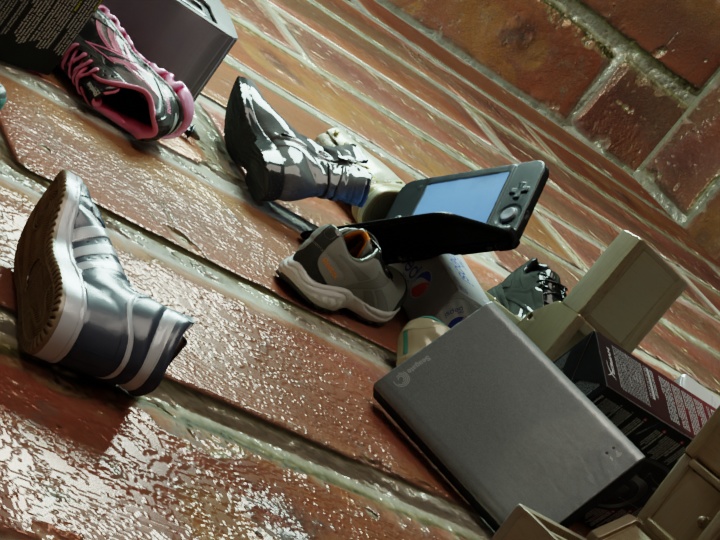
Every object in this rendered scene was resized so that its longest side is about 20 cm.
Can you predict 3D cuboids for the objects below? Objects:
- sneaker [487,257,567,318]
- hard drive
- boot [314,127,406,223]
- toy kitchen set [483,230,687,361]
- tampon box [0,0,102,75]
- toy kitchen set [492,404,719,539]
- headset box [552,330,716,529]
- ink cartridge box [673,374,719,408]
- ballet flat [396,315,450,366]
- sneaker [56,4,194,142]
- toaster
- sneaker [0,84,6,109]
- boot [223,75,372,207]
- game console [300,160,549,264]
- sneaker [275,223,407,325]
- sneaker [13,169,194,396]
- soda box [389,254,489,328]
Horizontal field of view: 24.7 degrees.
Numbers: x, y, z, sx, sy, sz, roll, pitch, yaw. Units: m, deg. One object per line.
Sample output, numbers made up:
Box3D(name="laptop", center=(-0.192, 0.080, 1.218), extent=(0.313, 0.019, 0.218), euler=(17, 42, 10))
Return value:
Box3D(name="sneaker", center=(0.210, 0.047, 1.962), extent=(0.076, 0.091, 0.200), euler=(34, 16, -27))
Box3D(name="hard drive", center=(0.125, 0.135, 1.420), extent=(0.200, 0.139, 0.033), euler=(46, -23, 25))
Box3D(name="boot", center=(-0.003, -0.104, 1.934), extent=(0.155, 0.072, 0.200), euler=(44, 10, 16))
Box3D(name="toy kitchen set", center=(0.243, 0.057, 1.756), extent=(0.163, 0.181, 0.200), euler=(40, 0, -27))
Box3D(name="tampon box", center=(-0.354, -0.288, 1.508), extent=(0.150, 0.126, 0.200), euler=(46, 15, 25))
Box3D(name="toy kitchen set", center=(0.258, 0.208, 1.304), extent=(0.180, 0.200, 0.163), euler=(32, 6, -42))
Box3D(name="headset box", center=(0.239, 0.164, 1.536), extent=(0.200, 0.149, 0.077), euler=(30, 34, -28))
Box3D(name="ink cartridge box", center=(0.343, 0.211, 1.646), extent=(0.200, 0.161, 0.050), euler=(37, 37, -9))
Box3D(name="ballet flat", center=(0.116, 0.121, 1.583), extent=(0.200, 0.070, 0.070), euler=(33, 15, -15))
Box3D(name="sneaker", center=(-0.255, -0.195, 1.604), extent=(0.200, 0.079, 0.095), euler=(37, 26, -2))
Box3D(name="toaster", center=(-0.234, -0.265, 1.753), extent=(0.200, 0.119, 0.181), euler=(32, 17, -28))
Box3D(name="sneaker", center=(-0.358, -0.205, 1.316), extent=(0.200, 0.091, 0.078), euler=(38, 15, -4))
Box3D(name="boot", center=(-0.069, -0.133, 1.784), extent=(0.131, 0.070, 0.200), euler=(3, 42, -24))
Box3D(name="game console", center=(0.068, -0.072, 1.719), extent=(0.116, 0.200, 0.176), euler=(52, 50, -32))
Box3D(name="sneaker", center=(0.000, 0.000, 1.609), extent=(0.074, 0.079, 0.200), euler=(43, 13, 24))
Box3D(name="sneaker", center=(-0.178, 0.012, 1.143), extent=(0.108, 0.070, 0.200), euler=(27, 25, -25))
Box3D(name="soda box", center=(0.079, 0.012, 1.787), extent=(0.063, 0.068, 0.200), euler=(32, 16, -28))
